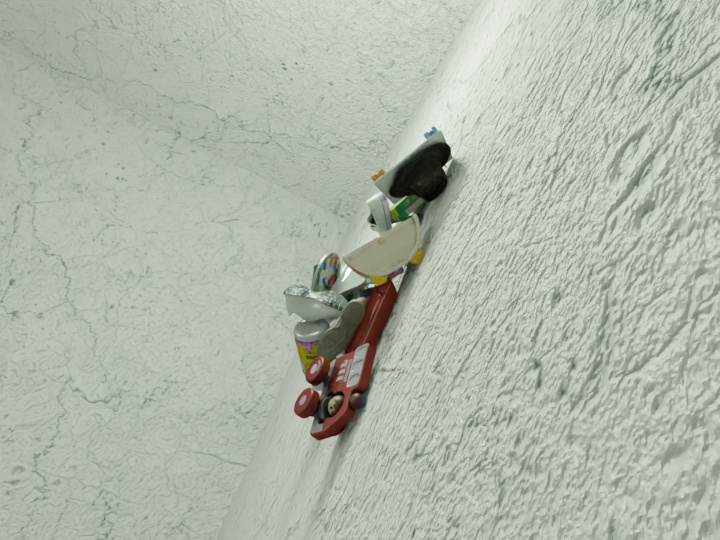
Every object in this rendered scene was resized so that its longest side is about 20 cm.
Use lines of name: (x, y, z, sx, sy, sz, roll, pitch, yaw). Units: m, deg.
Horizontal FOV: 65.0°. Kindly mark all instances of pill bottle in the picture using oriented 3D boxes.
pill bottle: (-0.121, 0.239, 1.596, 0.105, 0.103, 0.202, -75, -22, -60)

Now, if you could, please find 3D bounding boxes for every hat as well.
hat: (0.167, -0.222, 1.407, 0.200, 0.081, 0.201, -33, -16, -11)

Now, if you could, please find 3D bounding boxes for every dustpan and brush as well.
dustpan and brush: (-0.041, 0.119, 1.608, 0.200, 0.057, 0.140, -43, 44, 24)

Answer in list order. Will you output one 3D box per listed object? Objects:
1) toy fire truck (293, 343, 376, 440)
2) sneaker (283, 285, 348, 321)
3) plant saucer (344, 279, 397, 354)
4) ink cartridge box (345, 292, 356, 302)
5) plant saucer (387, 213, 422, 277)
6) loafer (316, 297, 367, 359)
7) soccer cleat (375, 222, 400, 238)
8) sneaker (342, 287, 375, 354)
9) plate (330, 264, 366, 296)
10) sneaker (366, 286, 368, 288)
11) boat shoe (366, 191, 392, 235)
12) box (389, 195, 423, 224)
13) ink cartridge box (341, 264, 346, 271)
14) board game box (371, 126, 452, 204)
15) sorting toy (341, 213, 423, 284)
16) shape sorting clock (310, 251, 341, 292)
toy fire truck: (-0.044, 0.264, 1.236, 0.168, 0.112, 0.201, -32, 30, 42)
sneaker: (-0.117, 0.101, 1.555, 0.075, 0.198, 0.088, -44, -37, -57)
plant saucer: (0.030, 0.129, 1.411, 0.201, 0.036, 0.200, -66, 6, -10)
ink cartridge box: (-0.063, 0.109, 1.741, 0.199, 0.050, 0.162, -18, 58, 48)
plant saucer: (0.109, -0.076, 1.568, 0.201, 0.036, 0.200, -63, 7, 14)
loafer: (-0.041, 0.153, 1.485, 0.201, 0.072, 0.063, -54, -7, 23)
soccer cleat: (0.064, -0.083, 1.762, 0.201, 0.077, 0.069, -64, 7, 1)
sneaker: (0.003, 0.143, 1.535, 0.201, 0.070, 0.082, -59, 36, 5)
plate: (0.000, 0.000, 1.614, 0.199, 0.032, 0.201, -26, 27, 50)
sneaker: (-0.038, 0.133, 1.796, 0.081, 0.073, 0.201, -77, 12, -51)
boat shoe: (0.048, -0.147, 1.603, 0.201, 0.065, 0.074, 77, 169, -55)
box: (0.130, -0.188, 1.618, 0.117, 0.048, 0.200, -42, 7, -4)
ink cartridge box: (-0.047, 0.020, 1.902, 0.199, 0.044, 0.094, -19, -24, -35)
board game box: (0.133, -0.261, 1.424, 0.199, 0.026, 0.200, -38, -17, 9)
sorting toy: (0.069, -0.024, 1.368, 0.199, 0.107, 0.180, -30, -11, -4)
shape sorting clock: (-0.101, 0.044, 1.670, 0.200, 0.039, 0.202, 10, -90, -71)
